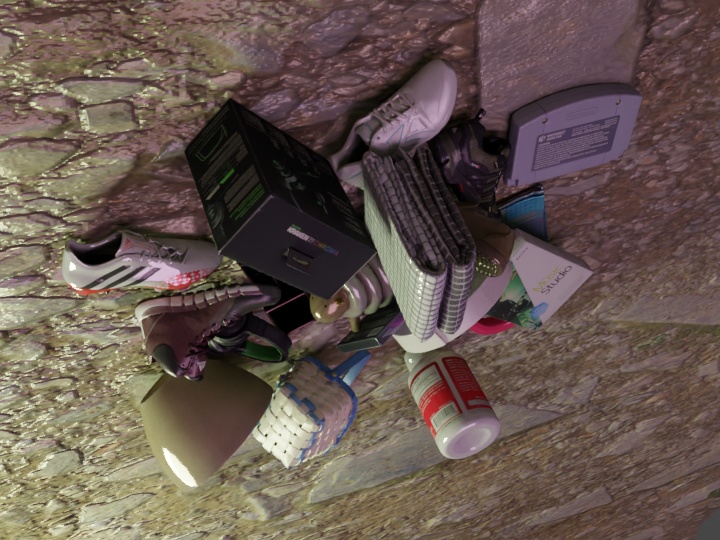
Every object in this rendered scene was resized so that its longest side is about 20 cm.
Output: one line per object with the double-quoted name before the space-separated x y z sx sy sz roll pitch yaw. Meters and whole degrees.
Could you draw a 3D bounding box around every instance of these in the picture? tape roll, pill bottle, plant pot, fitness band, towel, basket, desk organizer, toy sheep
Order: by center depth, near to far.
"towel" 0.072 -0.036 0.942 0.085 0.200 0.166 -17 150 -9
"desk organizer" -0.124 0.001 1.055 0.072 0.077 0.200 -27 140 0
"toy sheep" 0.000 0.000 1.083 0.200 0.138 0.138 -48 151 -32
"tape roll" 0.128 0.036 1.110 0.203 0.203 0.037 -38 107 13
"plant pot" -0.248 0.208 1.148 0.134 0.200 0.200 44 108 -11
"towel" 0.209 -0.045 1.228 0.200 0.022 0.147 -24 139 -3
"fitness band" 0.217 0.037 1.271 0.144 0.037 0.200 -44 137 15
"basket" -0.072 0.221 1.284 0.200 0.139 0.176 -20 147 -54
"pill bottle" 0.152 0.215 1.333 0.112 0.200 0.112 -14 138 -13

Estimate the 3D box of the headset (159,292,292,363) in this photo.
"headset" -0.197 0.091 1.080 0.200 0.094 0.124 26 154 -12

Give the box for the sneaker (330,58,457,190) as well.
"sneaker" 0.042 -0.178 0.950 0.080 0.070 0.200 7 130 -52

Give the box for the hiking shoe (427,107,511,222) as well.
"hiking shoe" 0.175 -0.134 1.074 0.101 0.076 0.200 -31 139 10

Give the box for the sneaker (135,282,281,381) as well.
"sneaker" -0.192 0.083 0.998 0.200 0.116 0.076 -10 173 14

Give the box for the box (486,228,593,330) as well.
"box" 0.266 0.020 1.227 0.200 0.036 0.144 18 120 -40

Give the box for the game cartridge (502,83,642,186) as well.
"game cartridge" 0.304 -0.199 1.107 0.200 0.042 0.133 -15 134 -13

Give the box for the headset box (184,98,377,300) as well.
"headset box" -0.092 -0.077 0.896 0.093 0.200 0.174 -44 138 19

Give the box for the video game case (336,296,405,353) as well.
"video game case" 0.061 0.042 1.113 0.200 0.019 0.143 -43 -171 -24

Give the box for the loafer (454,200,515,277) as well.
"loafer" 0.127 -0.062 1.052 0.067 0.200 0.076 -43 153 -22

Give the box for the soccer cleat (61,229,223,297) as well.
"soccer cleat" -0.272 -0.016 0.967 0.200 0.069 0.085 -7 140 -16
